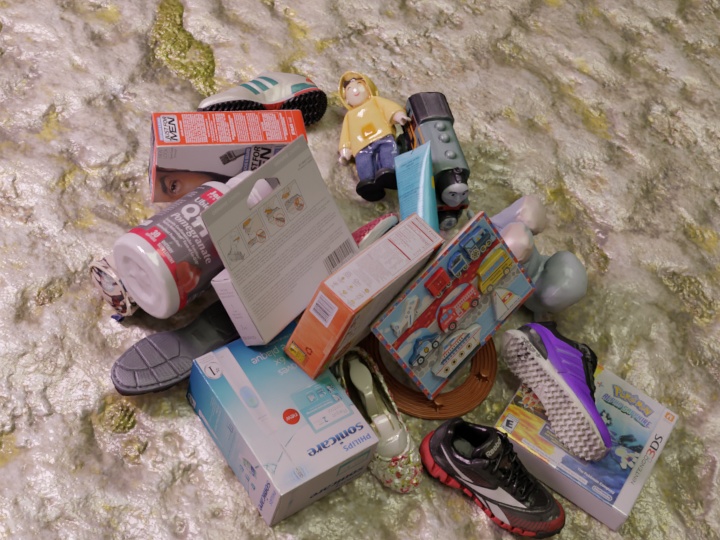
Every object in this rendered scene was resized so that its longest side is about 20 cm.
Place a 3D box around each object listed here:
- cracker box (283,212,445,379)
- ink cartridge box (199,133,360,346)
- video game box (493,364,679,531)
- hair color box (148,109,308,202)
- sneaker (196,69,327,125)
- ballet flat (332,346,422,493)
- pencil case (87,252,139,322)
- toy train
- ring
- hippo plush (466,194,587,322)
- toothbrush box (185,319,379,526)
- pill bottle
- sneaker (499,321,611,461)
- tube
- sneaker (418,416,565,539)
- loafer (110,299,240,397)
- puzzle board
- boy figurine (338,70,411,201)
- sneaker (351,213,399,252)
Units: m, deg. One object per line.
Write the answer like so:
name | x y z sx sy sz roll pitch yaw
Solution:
cracker box | 0.006 0.029 1.428 0.058 0.135 0.199 42 44 12
ink cartridge box | -0.103 -0.038 1.430 0.200 0.044 0.178 -42 114 -39
video game box | 0.287 0.204 1.521 0.198 0.047 0.183 33 50 11
hair color box | -0.176 -0.149 1.555 0.196 0.112 0.065 -3 53 -15
sneaker | -0.152 -0.248 1.738 0.197 0.071 0.094 -13 40 -21
ballet flat | 0.015 0.178 1.454 0.075 0.064 0.202 -24 62 -11
pencil case | -0.244 -0.013 1.519 0.199 0.078 0.089 -31 65 -32
toy train | 0.105 -0.159 1.699 0.084 0.115 0.202 -4 55 -17
ring | 0.087 0.103 1.559 0.197 0.019 0.203 7 52 -9
hippo plush | 0.212 0.012 1.600 0.160 0.199 0.160 41 68 -15
toothbrush box | -0.096 0.176 1.413 0.145 0.086 0.201 -23 64 -29
pill bottle | -0.193 -0.039 1.443 0.111 0.111 0.199 42 56 17
sneaker | 0.269 0.140 1.491 0.098 0.070 0.201 -19 61 -28
tube | 0.079 -0.068 1.596 0.050 0.077 0.204 7 72 -43
sneaker | 0.165 0.245 1.423 0.199 0.099 0.071 34 51 10
loafer | -0.216 0.104 1.456 0.199 0.063 0.072 -31 69 -27
puzzle board | 0.119 0.046 1.466 0.200 0.151 0.017 -45 35 -6
boy figurine | 0.017 -0.205 1.715 0.064 0.123 0.203 25 47 -52
sneaker | 0.000 0.000 1.586 0.075 0.080 0.201 47 51 -15
